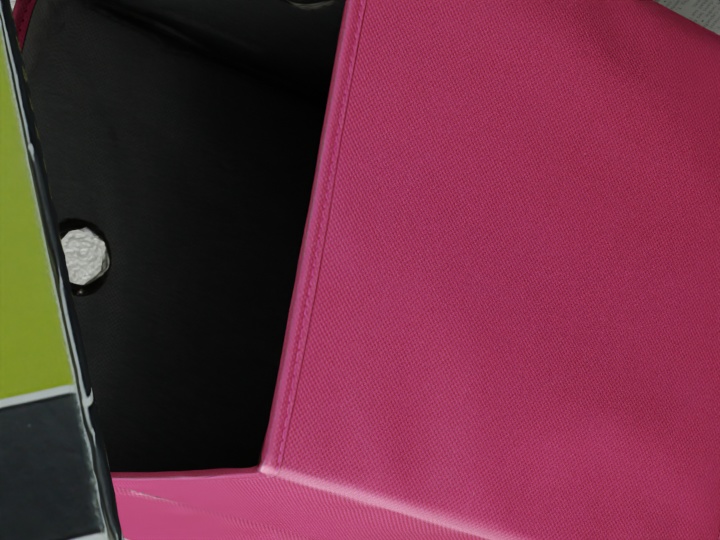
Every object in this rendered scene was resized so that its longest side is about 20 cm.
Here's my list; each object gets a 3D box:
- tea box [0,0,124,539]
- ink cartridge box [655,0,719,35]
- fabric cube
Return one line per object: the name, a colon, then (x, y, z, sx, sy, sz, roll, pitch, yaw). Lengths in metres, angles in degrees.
tea box: (-0.122, 0.004, 0.448, 0.133, 0.197, 0.200, -11, -179, -9)
ink cartridge box: (0.121, -0.053, 0.964, 0.161, 0.050, 0.200, -48, -140, -6)
fabric cube: (0.000, 0.000, 0.847, 0.199, 0.197, 0.200, 20, 163, -37)
